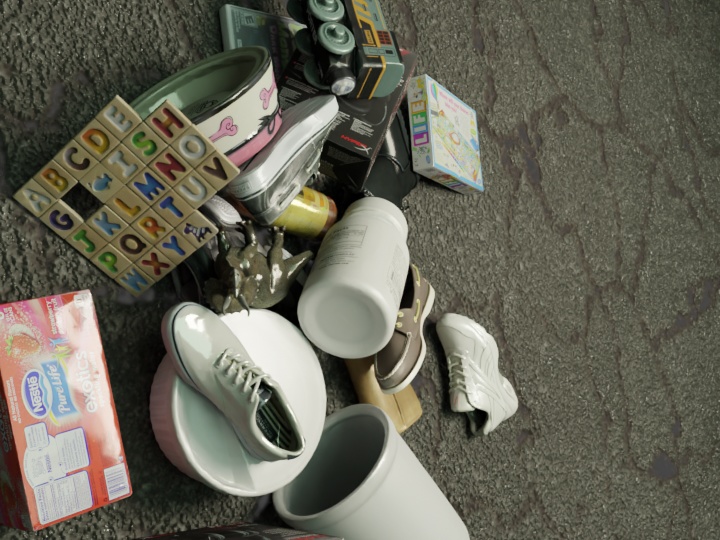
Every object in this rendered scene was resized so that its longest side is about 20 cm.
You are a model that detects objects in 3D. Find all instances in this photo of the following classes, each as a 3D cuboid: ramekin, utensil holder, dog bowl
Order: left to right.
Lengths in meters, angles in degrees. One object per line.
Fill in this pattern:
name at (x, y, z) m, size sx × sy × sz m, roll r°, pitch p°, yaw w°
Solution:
dog bowl at (-0.173, -0.163, 0.876) m, size 0.201 × 0.198 × 0.074 m, roll -52°, pitch 129°, yaw -36°
ramekin at (-0.142, 0.146, 0.896) m, size 0.200 × 0.093 × 0.206 m, roll 11°, pitch 73°, yaw -41°
utensil holder at (0.019, 0.291, 0.964) m, size 0.201 × 0.169 × 0.171 m, roll 53°, pitch 51°, yaw -23°

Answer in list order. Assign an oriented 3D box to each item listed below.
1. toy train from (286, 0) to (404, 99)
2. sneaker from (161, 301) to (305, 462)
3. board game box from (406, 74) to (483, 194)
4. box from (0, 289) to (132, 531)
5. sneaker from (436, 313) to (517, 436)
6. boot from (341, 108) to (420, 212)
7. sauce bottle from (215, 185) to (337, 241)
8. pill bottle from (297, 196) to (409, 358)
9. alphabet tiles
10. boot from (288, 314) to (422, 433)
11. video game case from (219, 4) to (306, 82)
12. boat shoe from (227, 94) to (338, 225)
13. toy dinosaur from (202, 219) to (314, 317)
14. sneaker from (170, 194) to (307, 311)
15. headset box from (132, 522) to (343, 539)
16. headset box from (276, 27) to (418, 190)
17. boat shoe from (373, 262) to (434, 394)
toy train at (-0.019, -0.294, 0.972) m, size 0.112 × 0.085 × 0.203 m, roll -1°, pitch 60°, yaw -24°
sneaker at (-0.119, 0.111, 0.811) m, size 0.201 × 0.070 × 0.073 m, roll 54°, pitch 51°, yaw -20°
board game box at (0.131, -0.200, 1.222) m, size 0.199 × 0.034 × 0.137 m, roll 12°, pitch 72°, yaw -60°
box at (-0.297, 0.128, 0.755) m, size 0.099 × 0.095 × 0.204 m, roll -12°, pitch 89°, yaw -43°
sneaker at (0.162, 0.159, 1.188) m, size 0.099 × 0.077 × 0.202 m, roll -41°, pitch 108°, yaw -36°
boot at (0.014, -0.144, 1.097) m, size 0.200 × 0.072 × 0.163 m, roll 61°, pitch 37°, yaw -28°
sauce bottle at (-0.119, -0.091, 0.987) m, size 0.198 × 0.065 × 0.067 m, roll 19°, pitch 68°, yaw -41°
pill bottle at (0.000, 0.000, 0.970) m, size 0.115 × 0.113 × 0.201 m, roll 51°, pitch 31°, yaw -22°
alphabet tiles at (-0.225, -0.076, 0.811) m, size 0.167 × 0.199 × 0.008 m, roll 44°, pitch 25°, yaw -26°
boot at (-0.005, 0.132, 1.047) m, size 0.174 × 0.066 × 0.203 m, roll -28°, pitch 102°, yaw -42°
video game case at (-0.097, -0.239, 1.069) m, size 0.180 × 0.023 × 0.204 m, roll -3°, pitch 83°, yaw -43°
boat shoe at (-0.079, -0.124, 0.890) m, size 0.201 × 0.071 × 0.072 m, roll -54°, pitch 130°, yaw -40°
toy dinosaur at (-0.116, 0.001, 0.879) m, size 0.200 × 0.076 × 0.104 m, roll 8°, pitch 77°, yaw -69°
sneaker at (-0.148, 0.010, 0.937) m, size 0.200 × 0.075 × 0.115 m, roll 42°, pitch 56°, yaw -21°
headset box at (-0.119, 0.306, 0.800) m, size 0.147 × 0.198 × 0.079 m, roll 5°, pitch 77°, yaw -40°
headset box at (-0.024, -0.225, 1.024) m, size 0.147 × 0.077 × 0.202 m, roll 23°, pitch 61°, yaw 0°
boat shoe at (0.049, 0.069, 1.033) m, size 0.060 × 0.071 × 0.201 m, roll 55°, pitch 35°, yaw -29°
